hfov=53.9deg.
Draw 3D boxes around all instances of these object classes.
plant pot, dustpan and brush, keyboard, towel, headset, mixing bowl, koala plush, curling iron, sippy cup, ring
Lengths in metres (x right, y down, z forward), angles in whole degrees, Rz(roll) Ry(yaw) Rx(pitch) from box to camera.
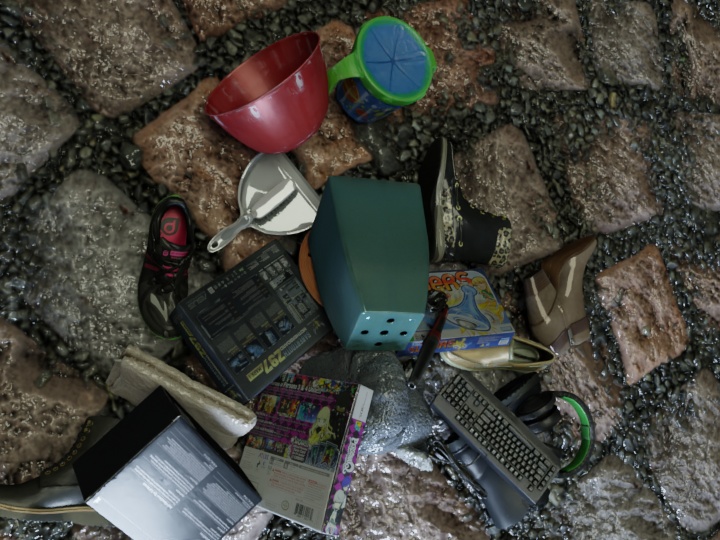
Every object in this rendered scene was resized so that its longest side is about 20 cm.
[{"bbox_3d":[0.018,-0.001,0.973,0.137,0.143,0.204,3,52,-18],"label":"plant pot"},{"bbox_3d":[-0.150,-0.087,1.048,0.199,0.057,0.140,-42,92,-19],"label":"dustpan and brush"},{"bbox_3d":[0.177,0.250,1.000,0.199,0.021,0.127,42,80,7],"label":"keyboard"},{"bbox_3d":[-0.238,0.173,0.931,0.197,0.132,0.035,30,56,-12],"label":"towel"},{"bbox_3d":[0.258,0.245,1.064,0.194,0.094,0.128,3,81,-21],"label":"headset"},{"bbox_3d":[-0.120,-0.245,1.039,0.200,0.198,0.110,-47,124,-21],"label":"mixing bowl"},{"bbox_3d":[0.036,0.206,1.019,0.198,0.181,0.182,28,46,-41],"label":"koala plush"},{"bbox_3d":[0.093,0.096,1.008,0.049,0.026,0.202,27,41,-3],"label":"curling iron"},{"bbox_3d":[0.027,-0.303,1.114,0.174,0.130,0.143,23,68,-19],"label":"sippy cup"},{"bbox_3d":[0.000,0.000,1.073,0.194,0.019,0.205,11,50,-13],"label":"ring"}]

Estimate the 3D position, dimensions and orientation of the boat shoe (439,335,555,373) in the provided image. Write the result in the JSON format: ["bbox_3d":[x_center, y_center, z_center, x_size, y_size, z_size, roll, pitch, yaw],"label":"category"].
[{"bbox_3d":[0.223,0.125,1.142,0.194,0.076,0.074,5,79,-19],"label":"boat shoe"}]

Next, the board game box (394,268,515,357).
[{"bbox_3d":[0.127,0.062,1.105,0.194,0.035,0.137,-4,48,-21],"label":"board game box"}]

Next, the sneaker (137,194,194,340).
[{"bbox_3d":[-0.268,-0.008,0.979,0.074,0.084,0.207,1,80,-19],"label":"sneaker"}]

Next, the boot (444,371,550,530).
[{"bbox_3d":[0.247,0.284,1.120,0.198,0.076,0.170,-37,91,-16],"label":"boot"}]

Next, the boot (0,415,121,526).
[{"bbox_3d":[-0.382,0.246,0.903,0.196,0.077,0.143,15,71,-31],"label":"boot"}]

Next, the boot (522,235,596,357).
[{"bbox_3d":[0.360,0.048,1.219,0.197,0.070,0.149,-29,97,-21],"label":"boot"}]

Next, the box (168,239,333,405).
[{"bbox_3d":[-0.144,0.070,0.991,0.159,0.051,0.199,51,48,1],"label":"box"}]

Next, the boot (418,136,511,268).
[{"bbox_3d":[0.174,-0.106,1.173,0.150,0.073,0.210,9,77,-23],"label":"boot"}]

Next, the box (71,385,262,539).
[{"bbox_3d":[-0.235,0.266,0.883,0.141,0.078,0.202,-42,130,-15],"label":"box"}]

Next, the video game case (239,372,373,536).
[{"bbox_3d":[-0.082,0.234,0.947,0.035,0.197,0.186,28,70,-40],"label":"video game case"}]
